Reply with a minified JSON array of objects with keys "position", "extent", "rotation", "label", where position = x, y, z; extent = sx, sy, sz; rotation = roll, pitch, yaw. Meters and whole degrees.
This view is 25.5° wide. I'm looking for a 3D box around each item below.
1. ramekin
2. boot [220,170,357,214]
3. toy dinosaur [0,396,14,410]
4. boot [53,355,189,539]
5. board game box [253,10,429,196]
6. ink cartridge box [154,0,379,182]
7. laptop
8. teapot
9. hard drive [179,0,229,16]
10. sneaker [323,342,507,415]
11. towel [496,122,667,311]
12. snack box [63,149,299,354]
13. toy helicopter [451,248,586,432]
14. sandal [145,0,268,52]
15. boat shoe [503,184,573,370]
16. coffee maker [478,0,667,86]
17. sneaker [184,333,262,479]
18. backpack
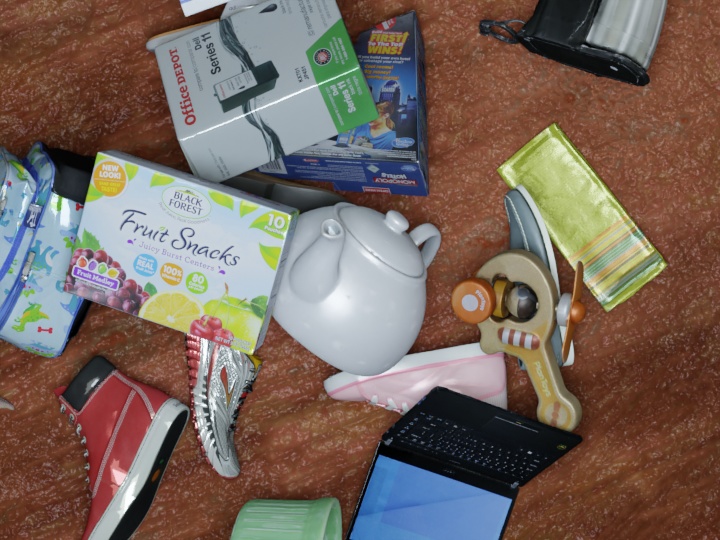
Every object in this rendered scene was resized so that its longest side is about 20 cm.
[{"position":[-0.081,0.330,1.643],"extent":[0.097,0.200,0.202],"rotation":[4,89,7],"label":"ramekin"},{"position":[-0.072,-0.072,1.711],"extent":[0.198,0.076,0.074],"rotation":[19,110,-19],"label":"boot"},{"position":[-0.471,0.109,1.701],"extent":[0.198,0.086,0.137],"rotation":[3,82,-6],"label":"toy dinosaur"},{"position":[-0.285,0.200,1.712],"extent":[0.143,0.072,0.202],"rotation":[27,97,14],"label":"boot"},{"position":[-0.006,-0.182,1.687],"extent":[0.198,0.062,0.201],"rotation":[5,58,18],"label":"board game box"},{"position":[-0.098,-0.192,1.628],"extent":[0.198,0.083,0.147],"rotation":[-22,52,3],"label":"ink cartridge box"},{"position":[0.106,0.229,1.662],"extent":[0.176,0.200,0.104],"rotation":[20,53,-19],"label":"laptop"},{"position":[0.000,0.000,1.622],"extent":[0.197,0.200,0.146],"rotation":[32,108,-22],"label":"teapot"},{"position":[-0.100,-0.334,1.685],"extent":[0.198,0.132,0.026],"rotation":[-19,122,0],"label":"hard drive"},{"position":[0.064,0.141,1.701],"extent":[0.198,0.075,0.106],"rotation":[-9,84,-4],"label":"sneaker"},{"position":[0.241,-0.058,1.734],"extent":[0.086,0.018,0.201],"rotation":[-38,89,-1],"label":"towel"},{"position":[-0.172,-0.019,1.532],"extent":[0.198,0.053,0.144],"rotation":[17,99,7],"label":"snack box"},{"position":[0.188,0.073,1.652],"extent":[0.131,0.079,0.202],"rotation":[-19,95,27],"label":"toy helicopter"},{"position":[-0.135,-0.282,1.705],"extent":[0.204,0.079,0.060],"rotation":[-13,92,2],"label":"sandal"},{"position":[0.177,0.011,1.707],"extent":[0.061,0.073,0.202],"rotation":[-15,94,-4],"label":"boat shoe"},{"position":[0.248,-0.320,1.680],"extent":[0.190,0.135,0.202],"rotation":[20,89,1],"label":"coffee maker"},{"position":[-0.143,0.123,1.702],"extent":[0.081,0.078,0.202],"rotation":[-4,92,-6],"label":"sneaker"},{"position":[-0.342,-0.025,1.646],"extent":[0.146,0.183,0.202],"rotation":[17,99,-22],"label":"backpack"}]
